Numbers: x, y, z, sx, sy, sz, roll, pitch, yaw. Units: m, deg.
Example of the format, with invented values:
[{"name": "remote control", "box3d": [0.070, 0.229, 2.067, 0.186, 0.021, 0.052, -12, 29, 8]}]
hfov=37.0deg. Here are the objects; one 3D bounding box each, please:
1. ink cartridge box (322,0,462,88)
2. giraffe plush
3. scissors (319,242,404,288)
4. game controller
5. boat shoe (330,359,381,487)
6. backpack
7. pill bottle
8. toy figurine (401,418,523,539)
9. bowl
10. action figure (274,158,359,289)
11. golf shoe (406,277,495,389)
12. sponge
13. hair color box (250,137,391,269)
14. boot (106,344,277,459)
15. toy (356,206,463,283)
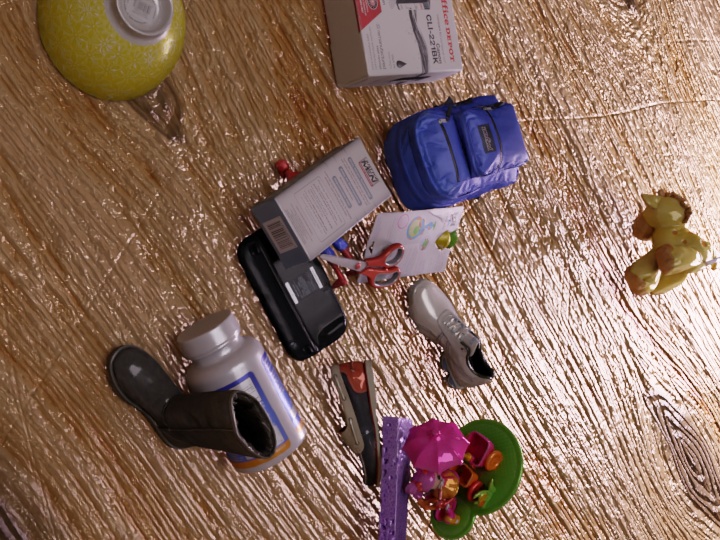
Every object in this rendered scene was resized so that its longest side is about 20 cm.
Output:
[{"name": "ink cartridge box", "box3d": [0.053, -0.365, 1.662, 0.199, 0.083, 0.146, -12, 93, -39]}, {"name": "giraffe plush", "box3d": [0.570, -0.064, 2.007, 0.172, 0.199, 0.163, 30, 39, -65]}, {"name": "scissors", "box3d": [0.000, 0.000, 1.561, 0.199, 0.014, 0.074, -10, 126, -50]}, {"name": "game controller", "box3d": [-0.094, 0.027, 1.536, 0.104, 0.042, 0.201, -34, 108, -26]}, {"name": "boat shoe", "box3d": [-0.003, 0.227, 1.584, 0.062, 0.071, 0.202, -7, 107, -2]}, {"name": "backpack", "box3d": [0.144, -0.189, 1.670, 0.199, 0.167, 0.164, -17, 85, -36]}, {"name": "pill bottle", "box3d": [-0.163, 0.158, 1.433, 0.112, 0.112, 0.201, -36, 108, -34]}, {"name": "toy figurine", "box3d": [0.123, 0.298, 1.608, 0.184, 0.150, 0.201, 29, 94, -48]}, {"name": "bowl", "box3d": [-0.297, -0.325, 1.370, 0.199, 0.107, 0.202, 3, 85, -38]}, {"name": "action figure", "box3d": [-0.070, -0.072, 1.564, 0.065, 0.052, 0.201, -37, 105, -39]}, {"name": "golf shoe", "box3d": [0.149, 0.096, 1.693, 0.078, 0.097, 0.201, -42, 110, -30]}, {"name": "sponge", "box3d": [0.051, 0.319, 1.599, 0.112, 0.030, 0.202, 34, 58, -76]}, {"name": "hair color box", "box3d": [-0.052, -0.097, 1.517, 0.200, 0.060, 0.099, -40, 105, -41]}, {"name": "boot", "box3d": [-0.212, 0.163, 1.337, 0.182, 0.199, 0.073, 51, 62, -22]}, {"name": "toy", "box3d": [0.069, -0.048, 1.661, 0.199, 0.047, 0.116, -5, 120, -42]}]
